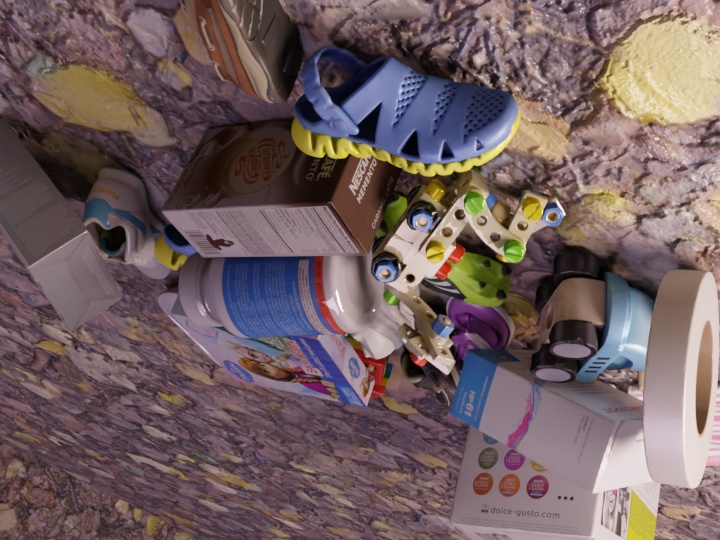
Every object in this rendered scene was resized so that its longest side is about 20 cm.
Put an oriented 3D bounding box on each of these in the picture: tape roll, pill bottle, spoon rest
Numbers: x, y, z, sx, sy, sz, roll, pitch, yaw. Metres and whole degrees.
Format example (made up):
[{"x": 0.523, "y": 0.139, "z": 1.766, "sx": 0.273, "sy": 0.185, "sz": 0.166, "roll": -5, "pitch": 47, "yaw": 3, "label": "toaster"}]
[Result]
[{"x": 0.303, "y": 0.099, "z": 0.818, "sx": 0.037, "sy": 0.204, "sz": 0.203, "roll": 3, "pitch": 148, "yaw": 30, "label": "tape roll"}, {"x": -0.086, "y": 0.013, "z": 0.905, "sx": 0.199, "sy": 0.113, "sz": 0.112, "roll": -5, "pitch": 144, "yaw": 27, "label": "pill bottle"}, {"x": -0.216, "y": 0.089, "z": 1.280, "sx": 0.099, "sy": 0.061, "sz": 0.200, "roll": -4, "pitch": 145, "yaw": 37, "label": "spoon rest"}]

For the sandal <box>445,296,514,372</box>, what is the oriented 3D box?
[{"x": 0.143, "y": 0.092, "z": 1.065, "sx": 0.082, "sy": 0.050, "sz": 0.203, "roll": 11, "pitch": 150, "yaw": 17, "label": "sandal"}]

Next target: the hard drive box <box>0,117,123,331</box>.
[{"x": -0.376, "y": -0.052, "z": 1.021, "sx": 0.200, "sy": 0.077, "sz": 0.156, "roll": 48, "pitch": 161, "yaw": 24, "label": "hard drive box"}]

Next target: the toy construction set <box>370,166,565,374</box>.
[{"x": 0.086, "y": -0.010, "z": 0.814, "sx": 0.131, "sy": 0.201, "sz": 0.092, "roll": 29, "pitch": -168, "yaw": -12, "label": "toy construction set"}]

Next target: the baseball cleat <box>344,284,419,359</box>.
[{"x": 0.000, "y": 0.000, "z": 0.991, "sx": 0.201, "sy": 0.106, "sz": 0.070, "roll": 60, "pitch": 176, "yaw": -19, "label": "baseball cleat"}]

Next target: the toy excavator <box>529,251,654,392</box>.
[{"x": 0.279, "y": 0.079, "z": 0.924, "sx": 0.199, "sy": 0.100, "sz": 0.195, "roll": 10, "pitch": 153, "yaw": 0, "label": "toy excavator"}]

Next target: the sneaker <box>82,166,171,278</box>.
[{"x": -0.287, "y": -0.040, "z": 1.080, "sx": 0.076, "sy": 0.081, "sz": 0.200, "roll": 10, "pitch": 151, "yaw": 15, "label": "sneaker"}]

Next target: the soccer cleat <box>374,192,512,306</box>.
[{"x": 0.069, "y": -0.015, "z": 0.915, "sx": 0.199, "sy": 0.068, "sz": 0.081, "roll": 32, "pitch": 156, "yaw": -24, "label": "soccer cleat"}]

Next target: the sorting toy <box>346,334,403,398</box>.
[{"x": -0.040, "y": 0.114, "z": 1.200, "sx": 0.199, "sy": 0.070, "sz": 0.199, "roll": 16, "pitch": 152, "yaw": 6, "label": "sorting toy"}]

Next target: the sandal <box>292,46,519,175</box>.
[{"x": 0.028, "y": -0.133, "z": 0.708, "sx": 0.199, "sy": 0.080, "sz": 0.087, "roll": 6, "pitch": 140, "yaw": 19, "label": "sandal"}]

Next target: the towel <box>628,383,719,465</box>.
[{"x": 0.435, "y": 0.195, "z": 1.080, "sx": 0.146, "sy": 0.030, "sz": 0.200, "roll": -8, "pitch": 140, "yaw": 40, "label": "towel"}]

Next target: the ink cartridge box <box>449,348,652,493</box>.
[{"x": 0.223, "y": 0.161, "z": 0.976, "sx": 0.144, "sy": 0.085, "sz": 0.199, "roll": 7, "pitch": -168, "yaw": -46, "label": "ink cartridge box"}]

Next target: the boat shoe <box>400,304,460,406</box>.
[{"x": 0.080, "y": 0.114, "z": 1.105, "sx": 0.072, "sy": 0.066, "sz": 0.201, "roll": 49, "pitch": 167, "yaw": 39, "label": "boat shoe"}]

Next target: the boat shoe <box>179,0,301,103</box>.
[{"x": -0.106, "y": -0.207, "z": 0.680, "sx": 0.073, "sy": 0.076, "sz": 0.200, "roll": 13, "pitch": 150, "yaw": 19, "label": "boat shoe"}]

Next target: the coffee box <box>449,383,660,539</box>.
[{"x": 0.265, "y": 0.280, "z": 1.159, "sx": 0.199, "sy": 0.199, "sz": 0.200, "roll": -6, "pitch": 144, "yaw": 38, "label": "coffee box"}]

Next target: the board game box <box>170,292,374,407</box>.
[{"x": -0.103, "y": 0.097, "z": 1.085, "sx": 0.198, "sy": 0.041, "sz": 0.200, "roll": 8, "pitch": 152, "yaw": 24, "label": "board game box"}]

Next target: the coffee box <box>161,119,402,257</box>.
[{"x": -0.075, "y": -0.079, "z": 0.840, "sx": 0.199, "sy": 0.115, "sz": 0.080, "roll": -1, "pitch": 143, "yaw": 32, "label": "coffee box"}]

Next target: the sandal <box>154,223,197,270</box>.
[{"x": -0.138, "y": -0.029, "z": 1.014, "sx": 0.199, "sy": 0.080, "sz": 0.087, "roll": 14, "pitch": 124, "yaw": -5, "label": "sandal"}]
